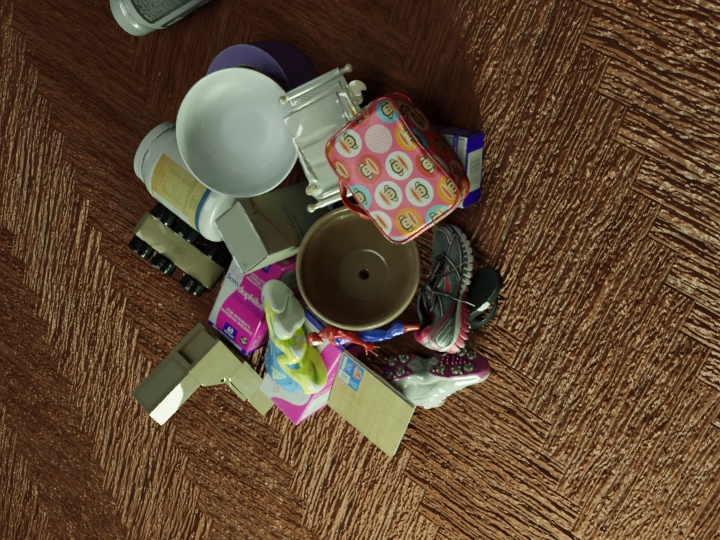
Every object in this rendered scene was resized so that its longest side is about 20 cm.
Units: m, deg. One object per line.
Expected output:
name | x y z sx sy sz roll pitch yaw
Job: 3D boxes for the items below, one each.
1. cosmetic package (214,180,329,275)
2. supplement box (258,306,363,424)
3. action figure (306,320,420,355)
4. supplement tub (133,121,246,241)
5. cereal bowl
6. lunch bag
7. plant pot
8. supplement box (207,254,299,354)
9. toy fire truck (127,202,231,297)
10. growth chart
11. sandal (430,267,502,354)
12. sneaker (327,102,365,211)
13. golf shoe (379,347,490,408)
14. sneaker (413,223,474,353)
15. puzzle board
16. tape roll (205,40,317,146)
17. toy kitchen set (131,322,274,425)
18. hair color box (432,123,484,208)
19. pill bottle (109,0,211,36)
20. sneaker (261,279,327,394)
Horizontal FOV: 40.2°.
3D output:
cosmetic package | -0.133 -0.075 1.618 0.073 0.200 0.104 -32 86 37
supplement box | -0.079 0.156 1.717 0.101 0.103 0.201 42 122 16
action figure | 0.012 0.106 1.594 0.198 0.065 0.052 0 98 1
supplement tub | -0.288 -0.160 1.734 0.199 0.144 0.145 37 122 20
cereal bowl | -0.189 -0.220 1.556 0.198 0.083 0.202 0 103 0
lunch bag | 0.045 -0.143 1.450 0.176 0.082 0.201 -35 93 30
plant pot | 0.000 0.000 1.593 0.199 0.093 0.203 -1 81 6
supplement box | -0.176 0.032 1.736 0.101 0.103 0.201 37 121 19
toy fire truck | -0.335 -0.029 1.835 0.175 0.200 0.129 36 93 -3
growth chart | -0.041 -0.203 1.508 0.143 0.018 0.202 -16 103 4
sandal | 0.174 0.063 1.541 0.048 0.076 0.201 18 139 -19
sneaker | -0.038 -0.192 1.606 0.078 0.066 0.202 23 117 40
golf shoe | 0.130 0.180 1.609 0.199 0.075 0.092 -8 121 35
sneaker | 0.126 0.022 1.505 0.081 0.074 0.202 -32 51 58
puzzle board | 0.017 0.227 1.675 0.150 0.017 0.201 38 148 15
tape roll | -0.164 -0.280 1.648 0.199 0.085 0.202 12 112 31
toy kitchen set | -0.300 0.210 1.804 0.163 0.181 0.200 32 164 47
hair color box | 0.088 -0.171 1.520 0.199 0.065 0.110 14 113 32
pill bottle | -0.331 -0.485 1.680 0.199 0.114 0.115 -17 95 37
sneaker | -0.136 0.119 1.636 0.105 0.076 0.202 -21 92 38
